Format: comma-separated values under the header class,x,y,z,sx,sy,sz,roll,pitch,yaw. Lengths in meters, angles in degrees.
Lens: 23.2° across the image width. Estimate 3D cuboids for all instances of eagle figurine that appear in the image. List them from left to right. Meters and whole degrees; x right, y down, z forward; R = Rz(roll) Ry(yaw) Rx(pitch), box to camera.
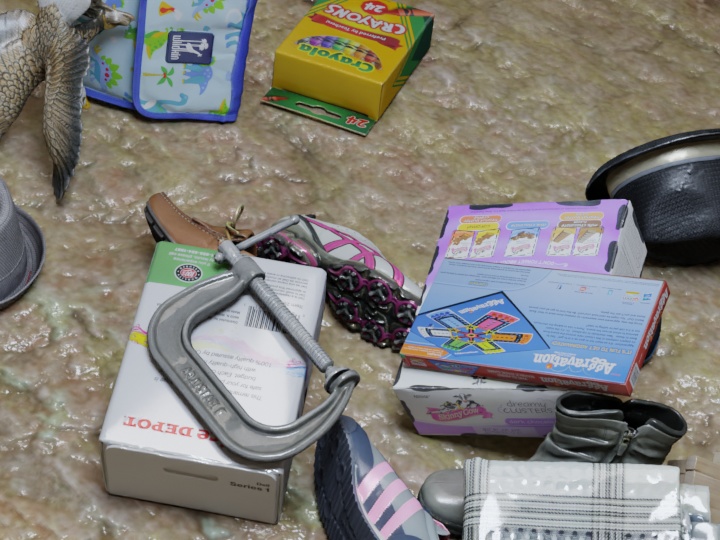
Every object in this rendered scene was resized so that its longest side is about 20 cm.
class,x,y,z,sx,sy,sz,roll,pitch,yaw
eagle figurine,-0.301,-0.184,1.672,0.151,0.151,0.201,40,65,-23

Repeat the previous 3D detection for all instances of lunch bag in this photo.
class,x,y,z,sx,sy,sz,roll,pitch,yaw
lunch bag,-0.205,-0.252,1.776,0.198,0.171,0.128,18,35,10

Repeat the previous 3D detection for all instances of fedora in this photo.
class,x,y,z,sx,sy,sz,roll,pitch,yaw
fedora,-0.370,-0.048,1.556,0.176,0.091,0.200,-15,44,-27
fedora,0.318,-0.062,1.672,0.199,0.201,0.092,-5,70,-16

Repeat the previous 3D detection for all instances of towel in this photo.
class,x,y,z,sx,sy,sz,roll,pitch,yaw
towel,0.173,0.233,1.296,0.198,0.035,0.194,5,61,-5

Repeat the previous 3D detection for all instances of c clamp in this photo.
class,x,y,z,sx,sy,sz,roll,pitch,yaw
c clamp,-0.072,0.052,1.365,0.170,0.027,0.200,-24,59,-22

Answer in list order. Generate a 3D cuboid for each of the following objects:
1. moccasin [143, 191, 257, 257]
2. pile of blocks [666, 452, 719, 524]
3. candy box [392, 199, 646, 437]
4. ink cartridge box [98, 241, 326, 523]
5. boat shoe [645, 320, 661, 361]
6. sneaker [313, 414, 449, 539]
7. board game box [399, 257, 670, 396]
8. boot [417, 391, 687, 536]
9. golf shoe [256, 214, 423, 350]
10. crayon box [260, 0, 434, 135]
class,x,y,z,sx,sy,sz,roll,pitch,yaw
moccasin,-0.114,-0.010,1.556,0.201,0.074,0.078,36,71,31
pile of blocks,0.317,0.181,1.433,0.199,0.083,0.062,-7,-3,-32
candy box,0.136,0.040,1.469,0.166,0.072,0.201,-1,51,27
ink cartridge box,-0.115,0.088,1.405,0.143,0.084,0.201,10,53,3
boat shoe,0.181,0.067,1.527,0.199,0.069,0.084,-31,54,-34
sneaker,0.022,0.193,1.360,0.081,0.070,0.201,8,38,-28
board game box,0.137,0.043,1.399,0.199,0.020,0.103,7,53,31
boot,0.148,0.145,1.376,0.198,0.131,0.068,3,38,-7
golf shoe,0.000,0.000,1.578,0.199,0.073,0.092,29,41,24
crayon box,-0.011,-0.229,1.879,0.126,0.051,0.200,18,40,12
